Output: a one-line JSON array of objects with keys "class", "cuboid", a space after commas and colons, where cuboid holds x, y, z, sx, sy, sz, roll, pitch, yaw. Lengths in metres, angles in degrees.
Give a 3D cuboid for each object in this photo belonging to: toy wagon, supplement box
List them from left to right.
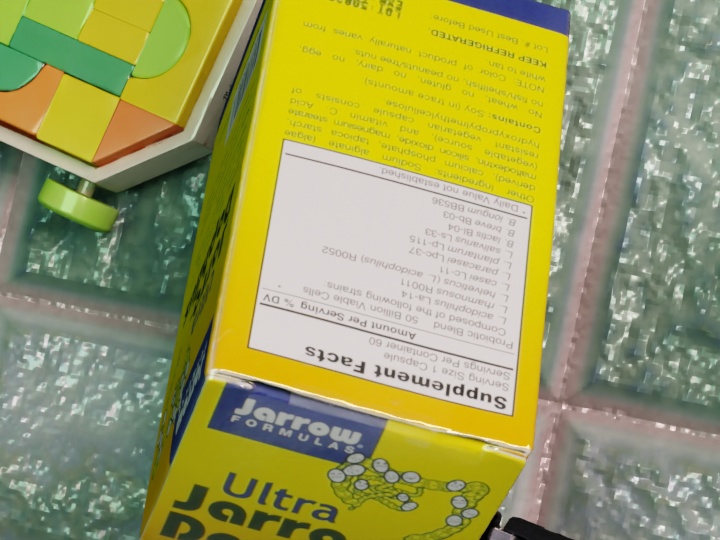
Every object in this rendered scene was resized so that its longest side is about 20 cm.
[{"class": "toy wagon", "cuboid": [-0.133, -0.113, 1.117, 0.200, 0.040, 0.155, 25, 90, 23]}, {"class": "supplement box", "cuboid": [0.000, 0.000, 0.948, 0.109, 0.110, 0.200, 15, 51, -8]}]

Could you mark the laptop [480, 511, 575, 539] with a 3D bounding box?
[{"class": "laptop", "cuboid": [0.032, 0.174, 0.969, 0.200, 0.103, 0.177, 21, 89, 23]}]
